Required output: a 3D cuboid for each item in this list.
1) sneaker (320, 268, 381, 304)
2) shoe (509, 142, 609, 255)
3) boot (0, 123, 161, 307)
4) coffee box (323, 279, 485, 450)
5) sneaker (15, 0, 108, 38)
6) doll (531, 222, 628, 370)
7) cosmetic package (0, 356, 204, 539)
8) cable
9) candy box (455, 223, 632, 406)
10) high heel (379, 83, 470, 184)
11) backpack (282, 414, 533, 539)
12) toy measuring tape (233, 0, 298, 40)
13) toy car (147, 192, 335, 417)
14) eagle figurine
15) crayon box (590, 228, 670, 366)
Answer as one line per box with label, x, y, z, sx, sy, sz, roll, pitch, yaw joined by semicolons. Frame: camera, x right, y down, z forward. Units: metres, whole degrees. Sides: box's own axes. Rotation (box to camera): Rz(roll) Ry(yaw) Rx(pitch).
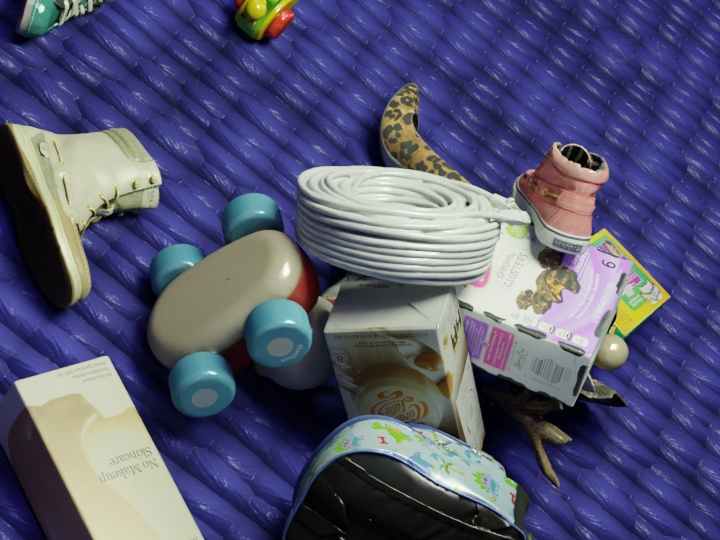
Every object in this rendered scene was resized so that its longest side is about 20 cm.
sneaker;0.000;0.000;1.621;0.082;0.078;0.200;40;33;5
shoe;0.209;-0.091;1.555;0.071;0.092;0.200;14;18;-9
boot;-0.262;-0.059;1.476;0.154;0.072;0.201;-4;59;-40
coffee box;0.046;0.110;1.449;0.113;0.201;0.080;-2;37;18
sneaker;-0.311;-0.312;1.638;0.079;0.071;0.201;26;44;-10
doll;0.237;0.016;1.638;0.136;0.048;0.201;-9;65;-46
cosmetic package;-0.228;0.184;1.303;0.105;0.071;0.201;-16;67;-43
cable;0.034;-0.047;1.429;0.199;0.070;0.199;-8;24;-40
candy box;0.153;0.026;1.509;0.199;0.072;0.168;21;40;11
high heel;0.090;-0.137;1.744;0.141;0.072;0.201;4;57;15
backpack;0.035;0.231;1.385;0.199;0.184;0.147;30;21;-7
toy measuring tape;-0.107;-0.319;1.815;0.073;0.074;0.200;41;20;-1
toy car;-0.088;0.067;1.469;0.200;0.176;0.185;44;19;-41
eagle figurine;0.204;0.114;1.625;0.150;0.153;0.200;11;26;27
crayon box;0.282;0.028;1.766;0.119;0.058;0.200;47;27;10
